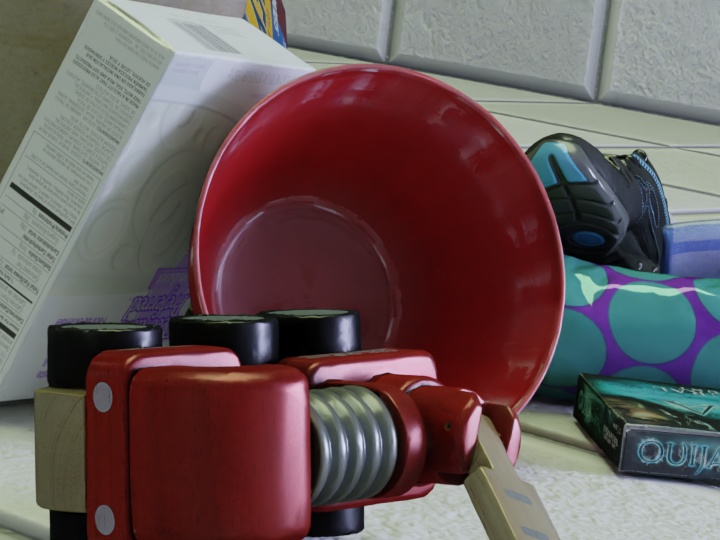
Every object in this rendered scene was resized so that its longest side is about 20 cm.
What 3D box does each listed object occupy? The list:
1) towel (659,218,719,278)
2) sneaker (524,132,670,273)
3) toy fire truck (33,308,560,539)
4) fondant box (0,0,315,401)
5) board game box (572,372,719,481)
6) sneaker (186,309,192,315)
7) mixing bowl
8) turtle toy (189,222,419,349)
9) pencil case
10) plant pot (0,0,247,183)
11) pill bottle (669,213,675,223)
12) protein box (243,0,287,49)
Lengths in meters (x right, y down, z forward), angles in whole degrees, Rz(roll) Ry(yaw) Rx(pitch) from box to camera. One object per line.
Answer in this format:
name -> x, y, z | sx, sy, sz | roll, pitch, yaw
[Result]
towel -> 0.277, 0.016, 1.550 | 0.199, 0.147, 0.024 | -2, 53, 1
sneaker -> 0.138, -0.042, 1.543 | 0.073, 0.082, 0.200 | 4, -21, 21
toy fire truck -> -0.006, 0.085, 1.008 | 0.200, 0.129, 0.176 | 1, 3, 44
fondant box -> -0.120, -0.034, 1.302 | 0.058, 0.200, 0.144 | 37, 16, 22
board game box -> 0.223, 0.090, 1.381 | 0.199, 0.028, 0.135 | 6, 8, -7
sneaker -> -0.008, 0.000, 1.553 | 0.200, 0.067, 0.090 | -12, 6, -1
mixing bowl -> -0.009, 0.006, 1.301 | 0.200, 0.201, 0.108 | 3, -11, -24
turtle toy -> 0.000, 0.000, 1.429 | 0.199, 0.101, 0.146 | -6, 16, -4
pencil case -> 0.171, 0.033, 1.487 | 0.199, 0.093, 0.085 | 5, -17, -8
plant pot -> -0.155, -0.092, 1.427 | 0.200, 0.184, 0.201 | 3, 17, -1
pill bottle -> 0.107, -0.009, 1.656 | 0.200, 0.112, 0.112 | 0, 11, -34
protein box -> -0.166, -0.170, 1.614 | 0.199, 0.199, 0.135 | -15, 41, 8
